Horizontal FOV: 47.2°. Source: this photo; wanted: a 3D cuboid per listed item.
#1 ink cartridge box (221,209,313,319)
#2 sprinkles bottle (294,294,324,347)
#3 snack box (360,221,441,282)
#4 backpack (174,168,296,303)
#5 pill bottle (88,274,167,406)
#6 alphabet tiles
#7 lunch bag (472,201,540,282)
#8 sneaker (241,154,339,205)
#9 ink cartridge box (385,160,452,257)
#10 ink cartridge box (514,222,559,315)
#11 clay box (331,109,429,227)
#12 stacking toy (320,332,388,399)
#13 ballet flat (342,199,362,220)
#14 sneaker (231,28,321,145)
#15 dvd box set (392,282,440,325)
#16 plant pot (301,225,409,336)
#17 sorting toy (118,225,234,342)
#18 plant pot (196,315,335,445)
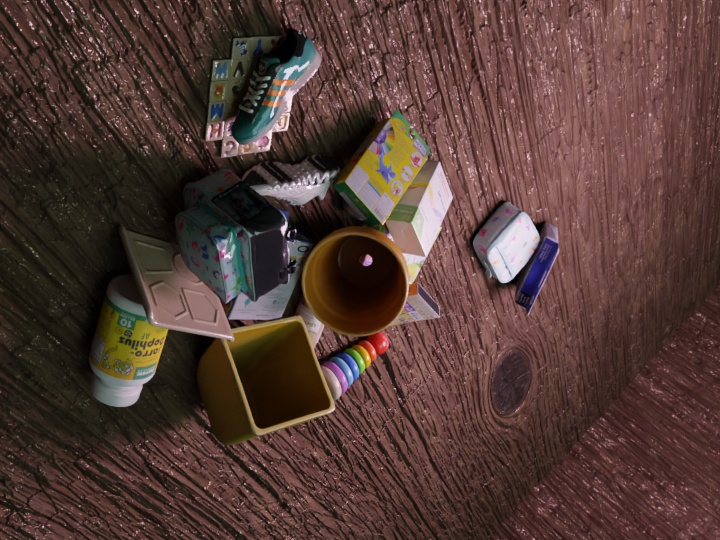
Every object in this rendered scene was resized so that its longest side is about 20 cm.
[{"bbox_3d":[-0.175,-0.013,1.508,0.136,0.076,0.201,5,118,-50],"label":"ink cartridge box"},{"bbox_3d":[-0.110,0.113,1.692,0.068,0.068,0.202,0,119,-47],"label":"sprinkles bottle"},{"bbox_3d":[0.073,-0.057,1.762,0.199,0.053,0.143,10,110,-50],"label":"snack box"},{"bbox_3d":[-0.213,-0.059,1.327,0.150,0.200,0.179,-26,140,-25],"label":"backpack"},{"bbox_3d":[-0.383,0.119,1.359,0.112,0.113,0.202,-1,121,-47],"label":"pill bottle"},{"bbox_3d":[-0.177,-0.282,1.342,0.165,0.006,0.202,-16,131,-40],"label":"alphabet tiles"},{"bbox_3d":[0.365,-0.062,2.057,0.161,0.077,0.200,-49,144,-5],"label":"lunch bag"},{"bbox_3d":[-0.125,-0.149,1.460,0.199,0.075,0.082,-13,138,-41],"label":"sneaker"},{"bbox_3d":[0.127,-0.144,1.673,0.201,0.067,0.117,-65,147,-27],"label":"ink cartridge box"},{"bbox_3d":[0.459,-0.008,2.150,0.200,0.040,0.201,-61,173,-69],"label":"ink cartridge box"},{"bbox_3d":[0.043,-0.194,1.547,0.115,0.047,0.201,47,60,-23],"label":"clay box"},{"bbox_3d":[-0.011,0.207,1.874,0.199,0.085,0.086,-33,140,-31],"label":"stacking toy"},{"bbox_3d":[0.051,-0.176,1.627,0.200,0.067,0.068,-50,145,-4],"label":"ballet flat"},{"bbox_3d":[-0.149,-0.295,1.304,0.201,0.071,0.080,-54,140,-7],"label":"sneaker"},{"bbox_3d":[0.054,0.080,1.757,0.146,0.198,0.030,43,41,-56],"label":"dvd box set"},{"bbox_3d":[0.000,0.000,1.592,0.183,0.198,0.202,-67,180,-71],"label":"plant pot"},{"bbox_3d":[-0.300,0.028,1.327,0.036,0.186,0.199,-37,149,18],"label":"sorting toy"},{"bbox_3d":[-0.205,0.225,1.568,0.193,0.197,0.200,-9,162,-43],"label":"plant pot"}]
